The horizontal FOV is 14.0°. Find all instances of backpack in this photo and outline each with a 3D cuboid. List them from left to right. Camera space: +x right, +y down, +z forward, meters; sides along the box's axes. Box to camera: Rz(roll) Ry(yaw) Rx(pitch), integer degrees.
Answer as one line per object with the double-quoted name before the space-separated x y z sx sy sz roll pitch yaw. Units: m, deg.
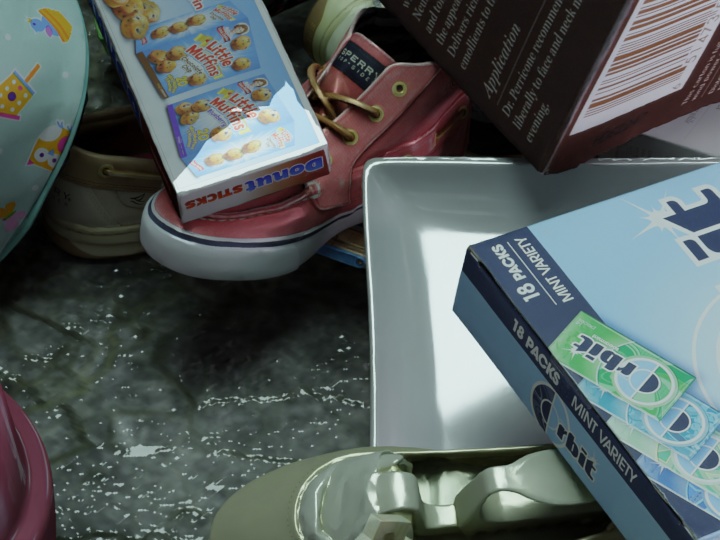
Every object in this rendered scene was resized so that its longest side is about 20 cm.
"backpack" -0.215 -0.098 1.373 0.153 0.176 0.200 12 37 -40

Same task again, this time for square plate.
"square plate" 0.100 0.044 1.287 0.197 0.028 0.201 0 66 -2

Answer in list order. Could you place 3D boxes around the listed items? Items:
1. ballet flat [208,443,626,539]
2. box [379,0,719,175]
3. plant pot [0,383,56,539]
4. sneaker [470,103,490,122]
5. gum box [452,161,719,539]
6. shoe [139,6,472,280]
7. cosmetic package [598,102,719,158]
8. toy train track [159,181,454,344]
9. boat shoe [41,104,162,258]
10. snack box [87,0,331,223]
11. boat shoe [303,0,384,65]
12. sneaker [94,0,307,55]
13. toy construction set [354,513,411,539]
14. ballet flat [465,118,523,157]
"ballet flat" 0.036 0.097 1.210 0.199 0.070 0.070 -4 40 -3
"box" 0.102 -0.184 1.322 0.164 0.166 0.200 -24 63 -36
"plant pot" -0.224 0.062 1.187 0.199 0.179 0.200 1 39 -1
"sneaker" 0.101 -0.163 1.463 0.073 0.071 0.200 22 59 6
"gum box" 0.167 0.032 1.217 0.200 0.045 0.170 -18 53 -27
"shoe" -0.018 -0.064 1.343 0.071 0.091 0.200 35 36 30
"cosmetic package" 0.220 -0.034 1.386 0.200 0.081 0.113 15 36 18
"toy train track" 0.000 0.000 1.369 0.200 0.033 0.115 20 31 6
"boat shoe" -0.058 -0.063 1.425 0.200 0.069 0.074 -17 44 -20
"snack box" -0.081 -0.114 1.326 0.072 0.024 0.200 -18 57 -10
"boat shoe" 0.067 -0.146 1.535 0.200 0.073 0.063 -31 57 -17
"sneaker" -0.043 -0.160 1.494 0.200 0.077 0.084 -35 15 2
"toy construction set" 0.064 0.171 1.141 0.131 0.092 0.200 -30 60 -32
"ballet flat" 0.134 -0.096 1.500 0.200 0.057 0.067 -26 65 -21
